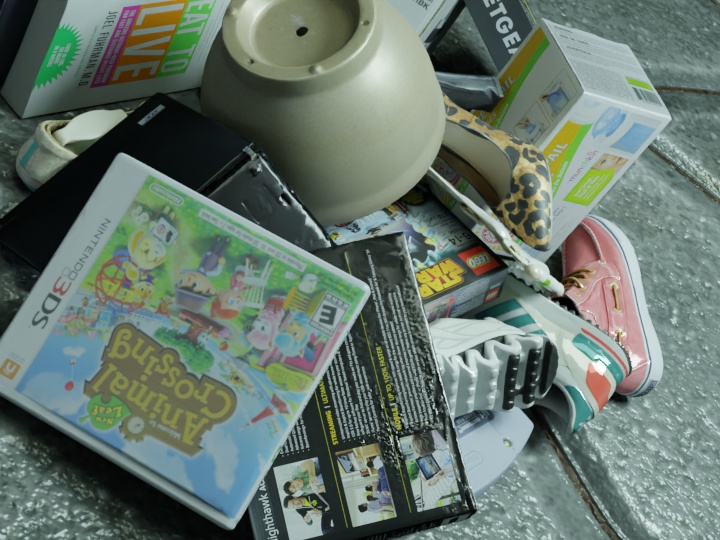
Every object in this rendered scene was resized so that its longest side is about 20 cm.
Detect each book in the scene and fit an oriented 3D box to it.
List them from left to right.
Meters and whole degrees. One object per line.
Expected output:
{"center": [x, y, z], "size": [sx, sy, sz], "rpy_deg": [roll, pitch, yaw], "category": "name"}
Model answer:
{"center": [-0.194, -0.203, 1.150], "size": [0.200, 0.134, 0.048], "rpy_deg": [-22, 64, -47], "category": "book"}

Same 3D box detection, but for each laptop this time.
{"center": [-0.137, -0.012, 1.018], "size": [0.177, 0.103, 0.200], "rpy_deg": [-43, 103, -20], "category": "laptop"}

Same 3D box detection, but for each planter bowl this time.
{"center": [-0.039, -0.154, 1.078], "size": [0.200, 0.135, 0.200], "rpy_deg": [-4, 58, 7], "category": "planter bowl"}

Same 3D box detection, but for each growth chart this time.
{"center": [0.096, -0.047, 1.153], "size": [0.200, 0.018, 0.145], "rpy_deg": [44, 6, 23], "category": "growth chart"}

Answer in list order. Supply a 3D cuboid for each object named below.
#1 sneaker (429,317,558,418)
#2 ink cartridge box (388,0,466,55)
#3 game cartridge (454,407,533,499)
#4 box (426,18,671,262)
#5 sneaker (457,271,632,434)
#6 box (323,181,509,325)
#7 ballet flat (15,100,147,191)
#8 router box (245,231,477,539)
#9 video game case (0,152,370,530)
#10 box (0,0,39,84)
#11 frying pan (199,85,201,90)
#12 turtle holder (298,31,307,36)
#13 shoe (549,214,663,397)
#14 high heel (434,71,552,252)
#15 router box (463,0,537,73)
{"center": [0.052, 0.075, 1.039], "size": [0.200, 0.075, 0.081], "rpy_deg": [-5, 29, -33], "category": "sneaker"}
{"center": [0.021, -0.283, 1.376], "size": [0.144, 0.084, 0.200], "rpy_deg": [36, 12, 3], "category": "ink cartridge box"}
{"center": [0.042, 0.125, 1.050], "size": [0.133, 0.041, 0.200], "rpy_deg": [46, 39, 20], "category": "game cartridge"}
{"center": [0.166, -0.113, 1.258], "size": [0.112, 0.200, 0.101], "rpy_deg": [10, 43, -34], "category": "box"}
{"center": [0.121, 0.063, 1.146], "size": [0.200, 0.070, 0.093], "rpy_deg": [30, 67, 18], "category": "sneaker"}
{"center": [0.000, 0.000, 1.096], "size": [0.200, 0.040, 0.137], "rpy_deg": [-23, 55, -32], "category": "box"}
{"center": [-0.185, -0.105, 1.109], "size": [0.067, 0.062, 0.200], "rpy_deg": [48, 39, 17], "category": "ballet flat"}
{"center": [-0.019, 0.086, 0.931], "size": [0.149, 0.051, 0.200], "rpy_deg": [-12, 74, -7], "category": "router box"}
{"center": [-0.123, 0.043, 0.905], "size": [0.200, 0.022, 0.182], "rpy_deg": [28, 80, 11], "category": "video game case"}
{"center": [-0.289, -0.277, 1.171], "size": [0.198, 0.123, 0.200], "rpy_deg": [48, 40, 15], "category": "box"}
{"center": [-0.100, -0.097, 1.180], "size": [0.190, 0.031, 0.115], "rpy_deg": [36, 22, 17], "category": "frying pan"}
{"center": [-0.021, -0.172, 1.245], "size": [0.141, 0.132, 0.186], "rpy_deg": [-18, 60, -47], "category": "turtle holder"}
{"center": [0.205, 0.021, 1.251], "size": [0.091, 0.071, 0.200], "rpy_deg": [15, 46, -31], "category": "shoe"}
{"center": [0.077, -0.093, 1.153], "size": [0.143, 0.071, 0.200], "rpy_deg": [0, 52, -27], "category": "high heel"}
{"center": [0.166, -0.222, 1.407], "size": [0.200, 0.052, 0.157], "rpy_deg": [66, 13, 16], "category": "router box"}
